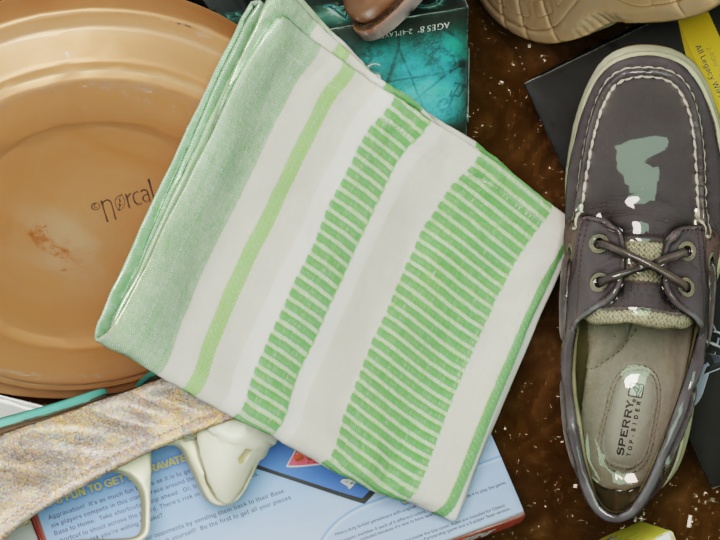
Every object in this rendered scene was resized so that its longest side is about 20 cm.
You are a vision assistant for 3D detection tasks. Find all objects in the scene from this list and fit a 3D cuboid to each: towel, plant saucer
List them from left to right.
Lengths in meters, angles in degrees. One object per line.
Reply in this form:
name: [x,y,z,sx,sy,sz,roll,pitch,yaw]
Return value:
plant saucer: [-0.110,-0.021,0.838,0.199,0.032,0.201,-9,133,-10]
towel: [0.000,0.000,0.836,0.200,0.023,0.153,34,75,-40]

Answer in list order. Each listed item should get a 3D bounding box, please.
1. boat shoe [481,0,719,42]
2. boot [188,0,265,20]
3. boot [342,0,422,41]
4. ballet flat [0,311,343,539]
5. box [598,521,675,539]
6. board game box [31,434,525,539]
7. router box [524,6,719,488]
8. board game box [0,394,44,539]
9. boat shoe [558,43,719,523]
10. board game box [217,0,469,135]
boat shoe: [0.111,-0.136,0.861,0.064,0.200,0.073,-15,100,-25]
boot: [-0.027,-0.189,0.865,0.162,0.073,0.199,-38,122,-6]
boot: [-0.033,-0.208,0.780,0.199,0.064,0.188,24,85,-27]
ballet flat: [-0.085,0.072,0.847,0.199,0.068,0.068,-21,85,-12]
box: [0.139,0.219,0.929,0.075,0.050,0.201,-25,93,-9]
board game box: [-0.039,0.091,0.888,0.199,0.019,0.104,-17,73,-18]
router box: [0.184,-0.027,0.904,0.156,0.052,0.201,-24,93,25]
board game box: [-0.144,0.154,0.861,0.198,0.026,0.201,15,64,-9]
boat shoe: [0.117,0.010,0.869,0.071,0.065,0.202,5,108,4]
board game box: [-0.053,-0.046,0.874,0.198,0.028,0.136,-10,132,-9]
